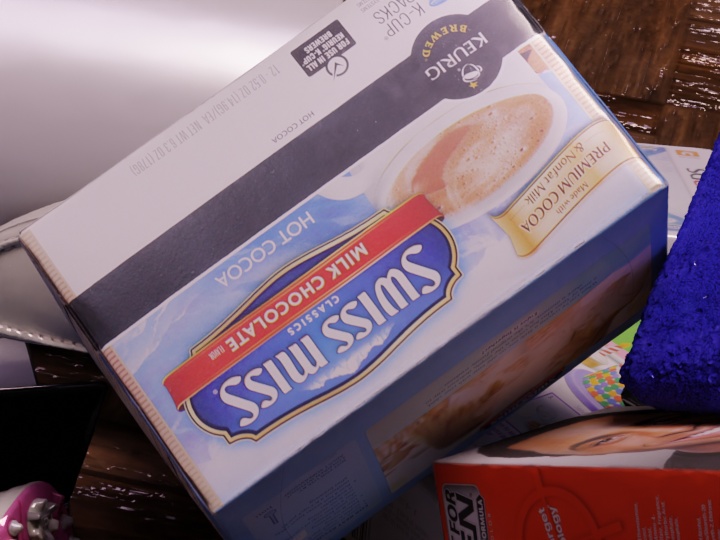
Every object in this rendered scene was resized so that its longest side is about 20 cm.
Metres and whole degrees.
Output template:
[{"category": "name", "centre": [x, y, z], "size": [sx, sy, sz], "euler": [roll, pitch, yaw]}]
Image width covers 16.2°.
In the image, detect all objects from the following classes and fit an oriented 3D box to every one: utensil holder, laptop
[{"category": "utensil holder", "centre": [-0.114, -0.066, 1.143], "size": [0.199, 0.171, 0.170], "euler": [7, 31, -1]}, {"category": "laptop", "centre": [-0.208, 0.043, 0.994], "size": [0.186, 0.116, 0.200], "euler": [-3, 32, -15]}]

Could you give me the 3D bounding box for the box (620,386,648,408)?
[{"category": "box", "centre": [0.223, 0.033, 0.974], "size": [0.199, 0.159, 0.046], "euler": [29, -5, 16]}]

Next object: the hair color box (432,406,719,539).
[{"category": "hair color box", "centre": [0.129, 0.085, 0.868], "size": [0.101, 0.062, 0.199], "euler": [-13, 6, -41]}]

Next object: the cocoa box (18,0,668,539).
[{"category": "cocoa box", "centre": [0.000, 0.000, 0.937], "size": [0.200, 0.133, 0.131], "euler": [-35, 70, -6]}]

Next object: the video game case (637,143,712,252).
[{"category": "video game case", "centre": [0.086, -0.038, 1.231], "size": [0.199, 0.022, 0.182], "euler": [5, 16, -2]}]

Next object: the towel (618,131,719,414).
[{"category": "towel", "centre": [0.193, -0.016, 0.872], "size": [0.199, 0.050, 0.148], "euler": [-5, 43, 43]}]

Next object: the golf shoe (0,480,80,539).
[{"category": "golf shoe", "centre": [-0.178, 0.142, 0.893], "size": [0.091, 0.076, 0.200], "euler": [3, 25, 26]}]

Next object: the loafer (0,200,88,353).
[{"category": "loafer", "centre": [-0.068, 0.004, 1.045], "size": [0.199, 0.070, 0.070], "euler": [-4, 15, 0]}]

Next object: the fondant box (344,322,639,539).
[{"category": "fondant box", "centre": [0.084, 0.071, 1.056], "size": [0.199, 0.059, 0.144], "euler": [-17, 38, -32]}]
